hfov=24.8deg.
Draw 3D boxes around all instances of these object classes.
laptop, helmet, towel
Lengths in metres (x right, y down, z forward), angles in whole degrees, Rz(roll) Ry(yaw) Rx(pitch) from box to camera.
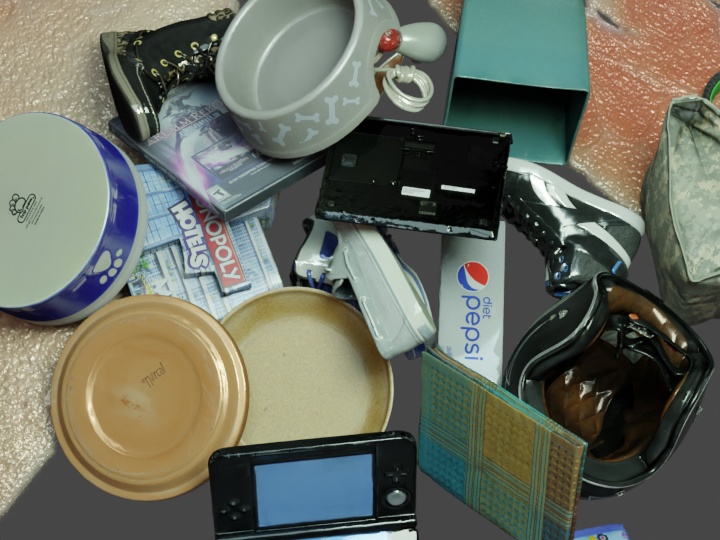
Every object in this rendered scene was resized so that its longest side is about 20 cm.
[{"bbox_3d":[0.058,-0.093,1.620,0.175,0.104,0.202,7,55,6],"label":"laptop"},{"bbox_3d":[0.225,0.119,1.563,0.200,0.200,0.191,39,109,12],"label":"helmet"},{"bbox_3d":[0.128,0.173,1.522,0.022,0.148,0.199,-22,39,-36],"label":"towel"}]

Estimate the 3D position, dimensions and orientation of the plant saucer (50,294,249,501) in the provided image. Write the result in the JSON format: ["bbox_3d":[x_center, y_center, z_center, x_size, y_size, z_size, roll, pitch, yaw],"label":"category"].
[{"bbox_3d":[-0.207,0.123,1.594,0.198,0.032,0.203,-1,82,7],"label":"plant saucer"}]

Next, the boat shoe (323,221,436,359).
[{"bbox_3d":[0.001,0.001,1.580,0.071,0.070,0.202,-33,55,4],"label":"boat shoe"}]

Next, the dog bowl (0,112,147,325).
[{"bbox_3d":[-0.315,-0.052,1.622,0.198,0.079,0.203,-5,75,20],"label":"dog bowl"}]

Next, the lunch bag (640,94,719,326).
[{"bbox_3d":[0.348,-0.062,1.656,0.116,0.164,0.202,-10,70,-1],"label":"lunch bag"}]

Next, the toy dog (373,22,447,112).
[{"bbox_3d":[-0.015,-0.228,1.756,0.198,0.096,0.133,18,60,-10],"label":"toy dog"}]

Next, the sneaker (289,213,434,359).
[{"bbox_3d":[-0.007,0.014,1.660,0.114,0.081,0.201,-24,65,-8],"label":"sneaker"}]

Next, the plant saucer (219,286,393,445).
[{"bbox_3d":[-0.065,0.119,1.614,0.198,0.035,0.203,-1,80,5],"label":"plant saucer"}]

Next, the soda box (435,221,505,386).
[{"bbox_3d":[0.110,0.052,1.652,0.067,0.064,0.202,2,68,0],"label":"soda box"}]

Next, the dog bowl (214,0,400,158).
[{"bbox_3d":[-0.059,-0.212,1.616,0.198,0.059,0.202,-18,54,27],"label":"dog bowl"}]

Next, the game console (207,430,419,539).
[{"bbox_3d":[-0.038,0.257,1.540,0.197,0.177,0.117,-5,40,-6],"label":"game console"}]

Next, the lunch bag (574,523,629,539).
[{"bbox_3d":[0.201,0.328,1.544,0.198,0.094,0.152,-10,66,-17],"label":"lunch bag"}]

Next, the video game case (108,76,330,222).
[{"bbox_3d":[-0.145,-0.133,1.680,0.142,0.019,0.200,-32,51,-29],"label":"video game case"}]

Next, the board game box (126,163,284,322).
[{"bbox_3d":[-0.153,-0.036,1.675,0.198,0.062,0.202,-20,71,-10],"label":"board game box"}]

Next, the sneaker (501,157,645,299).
[{"bbox_3d":[0.188,-0.037,1.686,0.198,0.073,0.113,21,67,4],"label":"sneaker"}]

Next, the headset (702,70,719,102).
[{"bbox_3d":[0.440,-0.134,1.753,0.122,0.094,0.201,-14,55,-4],"label":"headset"}]

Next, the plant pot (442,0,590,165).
[{"bbox_3d":[0.166,-0.240,1.736,0.139,0.142,0.202,6,61,-1],"label":"plant pot"}]

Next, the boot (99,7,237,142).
[{"bbox_3d":[-0.187,-0.209,1.696,0.149,0.074,0.200,-15,30,-8],"label":"boot"}]
